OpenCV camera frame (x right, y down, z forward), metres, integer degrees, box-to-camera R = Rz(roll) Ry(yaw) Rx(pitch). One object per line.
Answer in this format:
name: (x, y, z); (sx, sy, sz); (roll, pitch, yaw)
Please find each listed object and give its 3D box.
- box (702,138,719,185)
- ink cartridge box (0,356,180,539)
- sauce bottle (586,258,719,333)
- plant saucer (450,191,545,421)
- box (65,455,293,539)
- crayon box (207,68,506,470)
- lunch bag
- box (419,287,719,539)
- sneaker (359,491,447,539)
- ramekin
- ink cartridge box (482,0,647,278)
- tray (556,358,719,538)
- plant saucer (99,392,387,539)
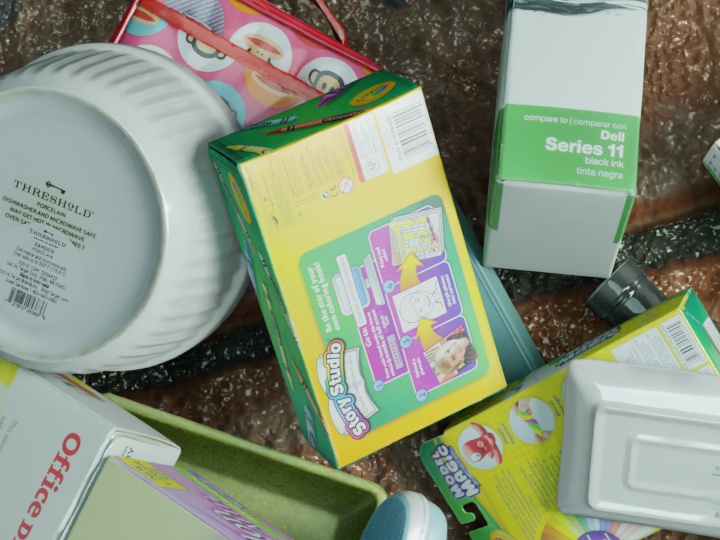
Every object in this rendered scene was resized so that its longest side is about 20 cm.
box: (0.337, -0.044, 1.189); (0.176, 0.097, 0.201); (-38, 83, 2)
ink cartridge box: (-0.230, 0.121, 1.204); (0.199, 0.083, 0.146); (29, 92, 29)
sauce bottle: (0.224, 0.075, 1.207); (0.065, 0.065, 0.200); (-43, 82, 1)
plant saucer: (0.045, 0.003, 1.209); (0.070, 0.019, 0.201); (-29, 112, 3)
box: (-0.102, 0.238, 1.120); (0.175, 0.096, 0.201); (29, 94, 30)
crayon box: (0.000, 0.000, 1.145); (0.118, 0.058, 0.202); (-24, 113, -16)
lunch bag: (-0.069, -0.099, 1.247); (0.199, 0.082, 0.177); (28, 85, 6)
box: (0.142, 0.108, 1.185); (0.199, 0.048, 0.118); (-30, 94, 24)
sneaker: (0.055, 0.230, 1.184); (0.129, 0.080, 0.202); (6, 107, -18)
ramekin: (-0.165, -0.033, 1.163); (0.198, 0.105, 0.202); (3, 99, 16)
ink cartridge box: (0.123, -0.115, 1.170); (0.082, 0.147, 0.202); (5, 71, 3)
tray: (0.212, 0.113, 1.121); (0.198, 0.022, 0.108); (7, 118, 11)
plant saucer: (-0.102, 0.201, 1.237); (0.198, 0.048, 0.201); (18, 87, 7)
